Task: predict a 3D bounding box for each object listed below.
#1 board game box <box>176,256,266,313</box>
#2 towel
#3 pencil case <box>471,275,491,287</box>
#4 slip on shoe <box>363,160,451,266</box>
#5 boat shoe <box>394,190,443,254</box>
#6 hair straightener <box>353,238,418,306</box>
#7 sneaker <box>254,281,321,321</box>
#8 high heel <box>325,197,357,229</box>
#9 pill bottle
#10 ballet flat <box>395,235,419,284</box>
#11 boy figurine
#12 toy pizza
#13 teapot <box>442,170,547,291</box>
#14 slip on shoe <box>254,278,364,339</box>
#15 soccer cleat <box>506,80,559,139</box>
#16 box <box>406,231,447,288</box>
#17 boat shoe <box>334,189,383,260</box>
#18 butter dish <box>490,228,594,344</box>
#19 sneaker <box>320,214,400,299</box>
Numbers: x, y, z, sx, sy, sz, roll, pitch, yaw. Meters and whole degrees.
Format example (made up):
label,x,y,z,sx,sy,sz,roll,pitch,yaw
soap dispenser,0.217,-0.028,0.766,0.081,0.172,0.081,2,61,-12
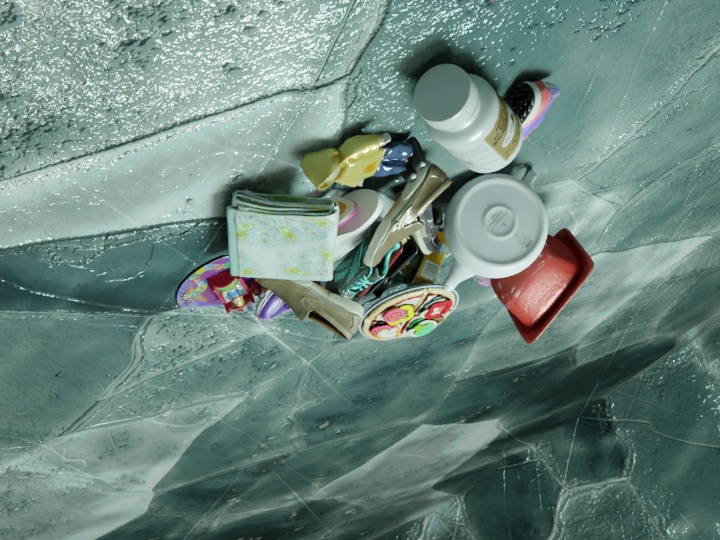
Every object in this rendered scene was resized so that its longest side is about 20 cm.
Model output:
label,x,y,z,sx,sy,sz,roll,pitch,yaw
board game box,-0.218,0.035,1.783,0.200,0.039,0.158,-2,147,-41
towel,-0.123,-0.048,1.610,0.171,0.048,0.200,6,146,-2
pencil case,0.234,-0.035,2.008,0.087,0.088,0.200,-27,156,5
slip on shoe,0.075,-0.085,1.682,0.200,0.061,0.076,-58,179,7
boat shoe,0.116,-0.090,1.808,0.065,0.072,0.200,-23,150,8
hair straightener,0.049,0.016,1.846,0.077,0.041,0.200,4,134,-35
sneaker,-0.097,0.045,1.835,0.200,0.084,0.081,-24,155,-26
high heel,-0.076,-0.056,1.692,0.200,0.067,0.096,-28,146,20
pill bottle,0.160,-0.228,1.521,0.114,0.115,0.200,-33,154,17
ballet flat,0.080,-0.030,1.898,0.063,0.069,0.200,-32,156,-1
boy figurine,0.004,-0.167,1.563,0.200,0.065,0.124,-10,154,-36
toy pizza,0.094,0.088,1.927,0.200,0.032,0.200,-15,153,-8
teapot,0.238,-0.076,1.839,0.199,0.198,0.146,-7,172,-5
slip on shoe,-0.093,0.056,1.746,0.200,0.061,0.076,25,161,-12
soccer cleat,0.253,-0.230,1.664,0.073,0.068,0.200,-13,151,-33
box,0.117,0.024,1.984,0.041,0.119,0.200,23,146,2
boat shoe,-0.020,-0.068,1.720,0.068,0.072,0.200,8,140,-44
butter dish,0.313,0.001,1.924,0.148,0.200,0.200,31,107,-19
sneaker,0.000,0.000,1.778,0.077,0.091,0.200,12,112,-45
